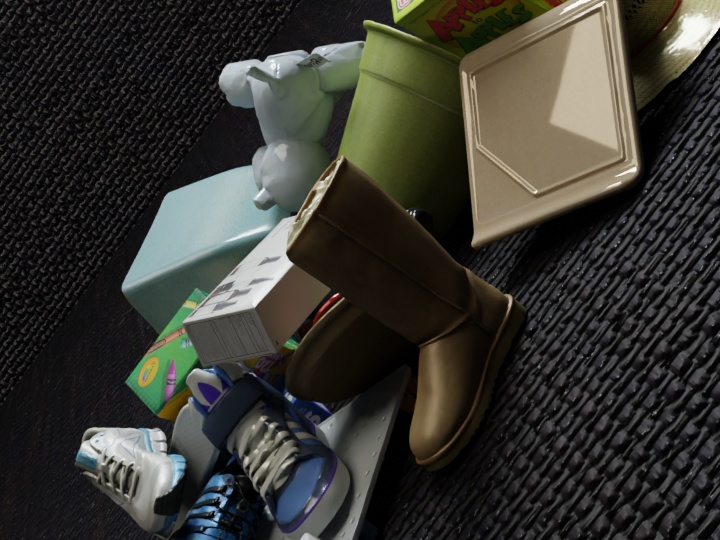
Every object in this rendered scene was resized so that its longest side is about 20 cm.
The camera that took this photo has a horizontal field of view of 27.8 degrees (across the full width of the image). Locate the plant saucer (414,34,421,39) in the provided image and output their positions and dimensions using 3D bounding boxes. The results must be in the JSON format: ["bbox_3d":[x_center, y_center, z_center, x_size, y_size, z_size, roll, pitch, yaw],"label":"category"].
[{"bbox_3d":[0.153,-0.253,1.465,0.200,0.199,0.031,-36,61,47],"label":"plant saucer"}]

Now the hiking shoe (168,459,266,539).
[{"bbox_3d":[-0.124,0.222,1.295,0.087,0.074,0.200,-60,10,7],"label":"hiking shoe"}]

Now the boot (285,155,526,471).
[{"bbox_3d":[0.020,0.036,1.148,0.066,0.199,0.176,-30,28,54],"label":"boot"}]

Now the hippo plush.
[{"bbox_3d":[-0.051,-0.147,1.517,0.158,0.162,0.200,-13,11,-14],"label":"hippo plush"}]

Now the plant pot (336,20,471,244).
[{"bbox_3d":[0.054,-0.119,1.447,0.191,0.199,0.200,-65,16,3],"label":"plant pot"}]

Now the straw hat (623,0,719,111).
[{"bbox_3d":[0.234,-0.225,1.288,0.201,0.085,0.201,-48,18,20],"label":"straw hat"}]

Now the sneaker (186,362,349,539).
[{"bbox_3d":[-0.093,0.146,1.244,0.081,0.146,0.200,-52,16,7],"label":"sneaker"}]

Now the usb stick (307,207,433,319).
[{"bbox_3d":[-0.001,-0.005,1.394,0.199,0.032,0.056,-28,54,47],"label":"usb stick"}]

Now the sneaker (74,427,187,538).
[{"bbox_3d":[-0.213,0.186,1.315,0.200,0.086,0.076,18,92,69],"label":"sneaker"}]

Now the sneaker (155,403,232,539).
[{"bbox_3d":[-0.151,0.185,1.432,0.099,0.071,0.201,-33,-23,-48],"label":"sneaker"}]

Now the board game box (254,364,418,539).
[{"bbox_3d":[-0.031,0.200,1.270,0.200,0.026,0.201,-39,22,43],"label":"board game box"}]

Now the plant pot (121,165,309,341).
[{"bbox_3d":[-0.113,-0.006,1.648,0.199,0.196,0.197,-26,28,28],"label":"plant pot"}]

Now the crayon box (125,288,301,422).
[{"bbox_3d":[-0.136,0.104,1.486,0.058,0.200,0.119,40,95,30],"label":"crayon box"}]

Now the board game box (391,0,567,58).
[{"bbox_3d":[0.134,-0.238,1.375,0.101,0.199,0.048,-32,52,36],"label":"board game box"}]

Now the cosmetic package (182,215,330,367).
[{"bbox_3d":[-0.072,0.009,1.294,0.082,0.051,0.200,-11,23,30],"label":"cosmetic package"}]

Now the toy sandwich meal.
[{"bbox_3d":[0.003,0.040,1.280,0.204,0.070,0.206,-31,-25,-16],"label":"toy sandwich meal"}]

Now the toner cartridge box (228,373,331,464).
[{"bbox_3d":[-0.112,0.204,1.459,0.201,0.043,0.095,-55,15,-2],"label":"toner cartridge box"}]

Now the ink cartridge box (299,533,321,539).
[{"bbox_3d":[-0.074,0.324,1.069,0.200,0.040,0.200,-57,15,15],"label":"ink cartridge box"}]

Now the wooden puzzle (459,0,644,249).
[{"bbox_3d":[0.163,-0.132,1.250,0.184,0.037,0.202,-22,60,43],"label":"wooden puzzle"}]
